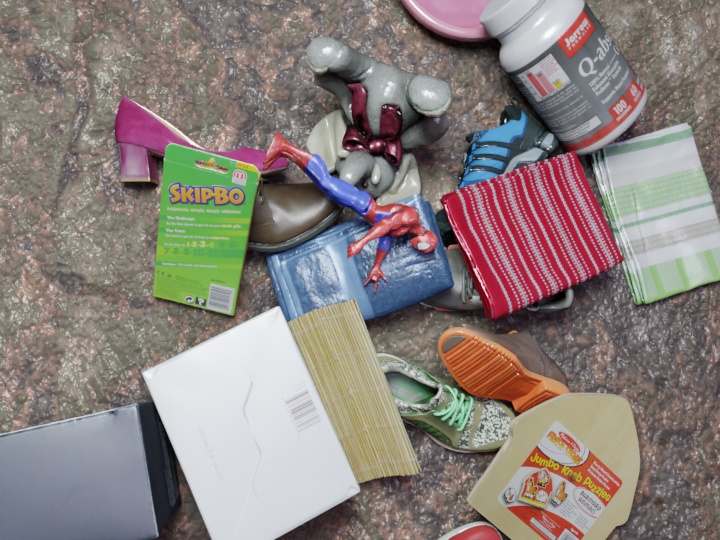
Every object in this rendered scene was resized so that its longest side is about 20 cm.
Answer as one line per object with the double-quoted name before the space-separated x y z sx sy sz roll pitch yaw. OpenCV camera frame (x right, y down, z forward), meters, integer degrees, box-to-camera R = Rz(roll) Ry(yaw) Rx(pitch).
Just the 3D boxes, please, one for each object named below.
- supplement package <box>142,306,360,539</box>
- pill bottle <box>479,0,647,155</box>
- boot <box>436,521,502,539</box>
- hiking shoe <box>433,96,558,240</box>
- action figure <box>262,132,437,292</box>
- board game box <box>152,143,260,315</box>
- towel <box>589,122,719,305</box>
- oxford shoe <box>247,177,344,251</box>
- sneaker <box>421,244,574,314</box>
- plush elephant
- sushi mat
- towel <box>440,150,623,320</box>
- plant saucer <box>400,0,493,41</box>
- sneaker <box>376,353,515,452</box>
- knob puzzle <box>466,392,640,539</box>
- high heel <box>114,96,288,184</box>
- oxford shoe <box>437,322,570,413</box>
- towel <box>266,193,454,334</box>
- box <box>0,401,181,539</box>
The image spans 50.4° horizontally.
"supplement package" -0.112 0.167 0.801 0.153 0.111 0.204 -24 86 -11
"pill bottle" 0.233 -0.245 0.890 0.200 0.115 0.116 46 77 -17
"boot" 0.084 0.342 0.787 0.198 0.144 0.073 -36 85 -13
"hiking shoe" 0.144 -0.116 0.911 0.199 0.075 0.087 -41 81 -22
"action figure" -0.017 -0.049 0.784 0.196 0.065 0.101 25 88 -6
"board game box" -0.162 -0.041 0.797 0.093 0.203 0.030 14 42 -5
"towel" 0.380 -0.074 0.953 0.145 0.031 0.205 -15 84 -10
"oxford shoe" -0.113 -0.068 0.831 0.194 0.085 0.074 -12 52 -3
"sneaker" 0.154 0.014 0.873 0.194 0.082 0.079 2 96 -8
"plush elephant" 0.013 -0.149 0.857 0.161 0.200 0.158 23 101 9
"sushi mat" -0.007 0.133 0.822 0.012 0.094 0.204 -30 101 -53
"towel" 0.193 -0.044 0.849 0.196 0.022 0.148 -20 83 -23
"plant saucer" 0.128 -0.378 0.953 0.195 0.051 0.207 1 82 -8
"sneaker" 0.087 0.150 0.844 0.195 0.089 0.079 20 78 -5
"knob puzzle" 0.233 0.223 0.861 0.214 0.030 0.226 -3 99 -15
"high heel" -0.179 -0.149 0.865 0.194 0.067 0.099 -1 90 4
"oxford shoe" 0.157 0.099 0.850 0.198 0.071 0.074 33 38 -32
"towel" 0.000 0.000 0.850 0.195 0.049 0.114 -20 85 7
"box" -0.283 0.202 0.726 0.191 0.200 0.121 -11 83 -9
